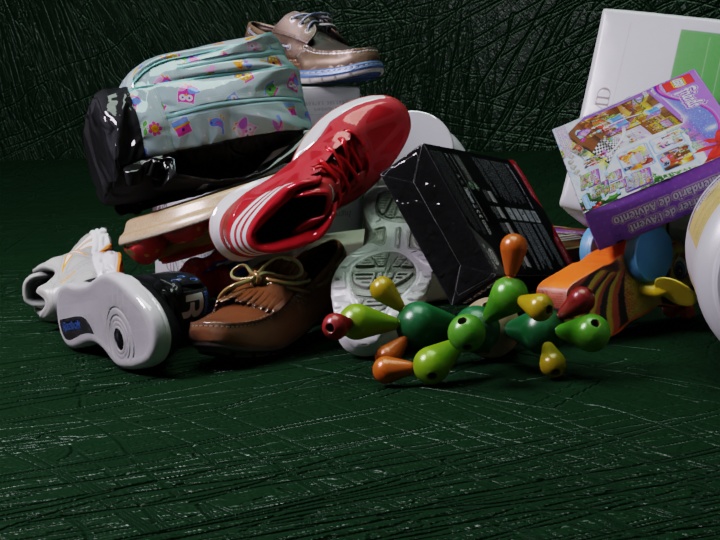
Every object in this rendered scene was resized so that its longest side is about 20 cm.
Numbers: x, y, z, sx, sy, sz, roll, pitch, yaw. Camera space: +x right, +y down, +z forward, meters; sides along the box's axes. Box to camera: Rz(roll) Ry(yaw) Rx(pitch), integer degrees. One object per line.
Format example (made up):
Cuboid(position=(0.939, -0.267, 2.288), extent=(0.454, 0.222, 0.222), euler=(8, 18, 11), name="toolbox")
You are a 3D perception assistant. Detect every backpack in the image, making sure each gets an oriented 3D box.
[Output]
Cuboid(position=(-0.142, -0.133, 1.447), extent=(0.199, 0.127, 0.167), euler=(-16, 1, -17), name="backpack")

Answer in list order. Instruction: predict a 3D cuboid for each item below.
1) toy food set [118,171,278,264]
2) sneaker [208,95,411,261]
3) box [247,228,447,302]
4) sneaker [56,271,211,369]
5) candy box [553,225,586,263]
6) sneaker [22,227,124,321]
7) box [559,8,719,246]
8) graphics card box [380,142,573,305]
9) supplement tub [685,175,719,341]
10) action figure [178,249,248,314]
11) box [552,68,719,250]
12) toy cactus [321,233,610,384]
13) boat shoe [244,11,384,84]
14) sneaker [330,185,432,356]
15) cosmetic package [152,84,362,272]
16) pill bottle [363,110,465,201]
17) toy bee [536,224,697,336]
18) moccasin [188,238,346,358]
Cuboid(position=(-0.117, -0.048, 1.438), extent=(0.199, 0.049, 0.198), euler=(-17, 5, 9), name="toy food set")
Cuboid(position=(-0.019, -0.069, 1.290), extent=(0.200, 0.079, 0.115), euler=(-41, 21, -16), name="sneaker")
Cuboid(position=(0.000, 0.000, 1.473), extent=(0.199, 0.069, 0.082), euler=(-7, 9, -33), name="box")
Cuboid(position=(-0.160, 0.029, 1.291), extent=(0.111, 0.074, 0.200), euler=(-9, 9, -29), name="sneaker")
Cuboid(position=(0.169, -0.008, 1.527), extent=(0.116, 0.057, 0.200), euler=(-7, 8, -33), name="candy box")
Cuboid(position=(-0.272, 0.006, 1.511), extent=(0.091, 0.076, 0.200), euler=(-9, 8, -13), name="sneaker")
Cuboid(position=(0.311, -0.121, 1.535), extent=(0.170, 0.200, 0.200), euler=(11, -6, 26), name="box")
Cuboid(position=(0.103, -0.035, 1.338), extent=(0.051, 0.126, 0.200), euler=(-33, -14, 22), name="graphics card box")
Cuboid(position=(0.305, -0.005, 1.137), extent=(0.144, 0.147, 0.200), euler=(-1, 8, 9), name="supplement tub")
Cuboid(position=(-0.110, 0.008, 1.479), extent=(0.199, 0.066, 0.052), euler=(-7, 31, -37), name="action figure")
Cuboid(position=(0.239, -0.095, 1.336), extent=(0.136, 0.039, 0.200), euler=(-23, 22, 10), name="box")
Cuboid(position=(0.084, 0.034, 1.180), extent=(0.199, 0.103, 0.165), euler=(-9, -4, 15), name="toy cactus")
Cuboid(position=(-0.057, -0.224, 1.627), extent=(0.199, 0.073, 0.072), euler=(7, 10, 43), name="boat shoe")
Cuboid(position=(0.024, 0.019, 1.320), extent=(0.077, 0.100, 0.200), euler=(10, 36, 10), name="sneaker")
Cuboid(position=(-0.107, -0.086, 1.643), extent=(0.164, 0.202, 0.165), euler=(-6, 8, -32), name="cosmetic package")
Cuboid(position=(0.057, -0.082, 1.616), extent=(0.110, 0.112, 0.200), euler=(-2, -20, 4), name="pill bottle")
Cuboid(position=(0.234, 0.007, 1.311), extent=(0.199, 0.109, 0.131), euler=(-31, 21, -11), name="toy bee")
Cuboid(position=(-0.068, 0.020, 1.295), extent=(0.073, 0.078, 0.201), euler=(6, 18, 36), name="moccasin")
